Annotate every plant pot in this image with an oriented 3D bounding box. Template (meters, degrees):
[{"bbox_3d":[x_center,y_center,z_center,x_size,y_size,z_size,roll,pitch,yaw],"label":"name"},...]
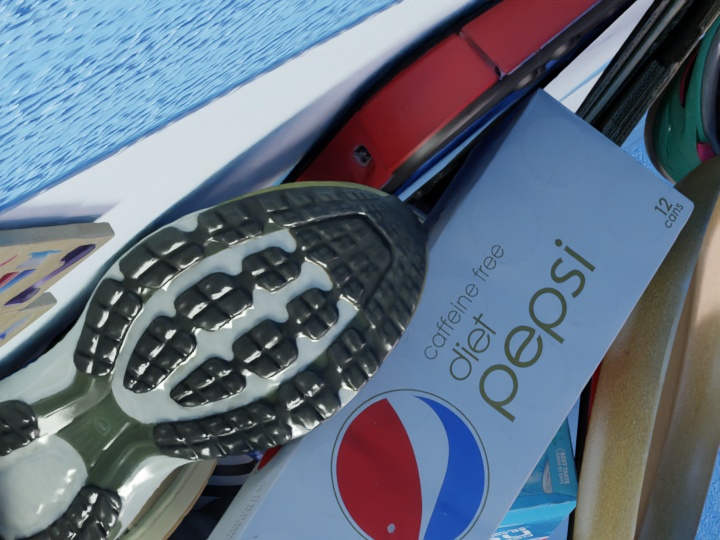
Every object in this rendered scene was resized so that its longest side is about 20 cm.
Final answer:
[{"bbox_3d":[0.113,0.051,0.750,0.200,0.027,0.201,13,90,-73],"label":"plant pot"}]

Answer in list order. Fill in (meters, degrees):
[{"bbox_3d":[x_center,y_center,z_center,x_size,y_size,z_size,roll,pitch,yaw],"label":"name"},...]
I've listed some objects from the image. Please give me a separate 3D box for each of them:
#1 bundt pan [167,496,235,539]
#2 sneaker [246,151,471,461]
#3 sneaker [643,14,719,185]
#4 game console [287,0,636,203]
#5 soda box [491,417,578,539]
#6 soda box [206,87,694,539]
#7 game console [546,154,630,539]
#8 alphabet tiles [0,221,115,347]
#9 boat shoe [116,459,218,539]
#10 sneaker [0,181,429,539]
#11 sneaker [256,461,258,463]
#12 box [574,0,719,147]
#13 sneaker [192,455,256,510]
[{"bbox_3d":[-0.078,0.171,0.812,0.201,0.076,0.203,-20,136,-21],"label":"bundt pan"},{"bbox_3d":[0.000,0.000,0.829,0.200,0.077,0.085,-50,176,-46],"label":"sneaker"},{"bbox_3d":[0.190,-0.111,0.796,0.200,0.083,0.121,-56,-173,8],"label":"sneaker"},{"bbox_3d":[0.044,-0.062,0.717,0.177,0.031,0.200,-35,177,-27],"label":"game console"},{"bbox_3d":[0.039,0.089,0.837,0.064,0.068,0.200,-7,163,-7],"label":"soda box"},{"bbox_3d":[0.023,0.042,0.644,0.200,0.068,0.064,-55,-175,-22],"label":"soda box"},{"bbox_3d":[0.087,0.063,0.884,0.118,0.201,0.172,14,168,-34],"label":"game console"},{"bbox_3d":[-0.149,0.050,0.483,0.200,0.006,0.166,-37,177,9],"label":"alphabet tiles"},{"bbox_3d":[-0.123,0.092,0.716,0.073,0.063,0.200,-7,-146,53],"label":"boat shoe"},{"bbox_3d":[-0.056,0.022,0.640,0.200,0.077,0.089,-32,-168,30],"label":"sneaker"},{"bbox_3d":[-0.064,0.054,0.969,0.081,0.146,0.201,40,65,-53],"label":"sneaker"},{"bbox_3d":[0.097,-0.062,0.803,0.164,0.021,0.200,-55,179,13],"label":"box"},{"bbox_3d":[-0.134,0.091,0.823,0.200,0.076,0.116,-11,124,-25],"label":"sneaker"}]
